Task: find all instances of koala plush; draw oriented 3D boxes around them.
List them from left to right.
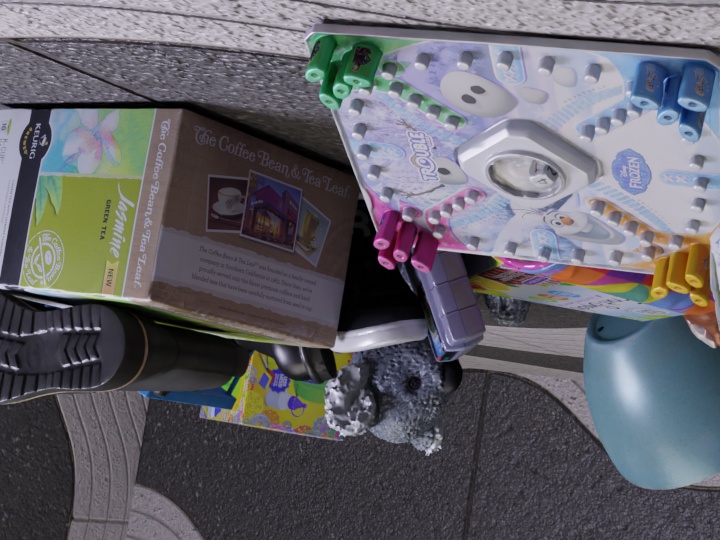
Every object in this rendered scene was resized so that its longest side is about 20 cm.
[{"bbox_3d":[0.042,0.067,1.388,0.183,0.201,0.177,4,173,39],"label":"koala plush"}]

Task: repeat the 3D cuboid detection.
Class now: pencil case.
[{"bbox_3d":[0.164,-0.025,0.941,0.088,0.089,0.200,3,172,44],"label":"pencil case"}]

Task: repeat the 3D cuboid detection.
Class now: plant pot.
[{"bbox_3d":[0.284,0.083,1.391,0.135,0.200,0.200,49,156,-21],"label":"plant pot"}]

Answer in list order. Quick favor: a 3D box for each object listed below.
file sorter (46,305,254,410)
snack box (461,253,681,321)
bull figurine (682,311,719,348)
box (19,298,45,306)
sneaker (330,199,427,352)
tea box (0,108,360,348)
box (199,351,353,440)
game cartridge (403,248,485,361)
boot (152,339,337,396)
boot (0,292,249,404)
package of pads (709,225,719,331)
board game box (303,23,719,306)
[{"bbox_3d":[-0.201,0.026,1.424,0.200,0.123,0.139,33,-173,30],"label":"file sorter"},{"bbox_3d":[0.168,-0.010,1.131,0.168,0.068,0.200,10,175,-7],"label":"snack box"},{"bbox_3d":[0.331,0.031,1.202,0.200,0.065,0.122,13,147,55],"label":"bull figurine"},{"bbox_3d":[-0.348,-0.045,1.186,0.199,0.149,0.104,8,175,14],"label":"box"},{"bbox_3d":[0.000,0.000,1.160,0.073,0.112,0.200,-9,-177,-9],"label":"sneaker"},{"bbox_3d":[-0.140,-0.030,1.083,0.196,0.134,0.200,3,171,38],"label":"tea box"},{"bbox_3d":[-0.087,0.081,1.697,0.122,0.201,0.193,12,173,-19],"label":"box"},{"bbox_3d":[0.055,0.002,1.129,0.038,0.130,0.200,-14,173,-1],"label":"game cartridge"},{"bbox_3d":[-0.110,0.054,1.216,0.157,0.080,0.211,-23,-157,-4],"label":"boot"},{"bbox_3d":[-0.193,0.063,1.069,0.199,0.078,0.138,6,176,36],"label":"boot"},{"bbox_3d":[0.282,-0.012,0.708,0.154,0.069,0.200,9,156,-29],"label":"package of pads"},{"bbox_3d":[0.084,-0.048,0.771,0.199,0.026,0.200,7,152,17],"label":"board game box"}]
